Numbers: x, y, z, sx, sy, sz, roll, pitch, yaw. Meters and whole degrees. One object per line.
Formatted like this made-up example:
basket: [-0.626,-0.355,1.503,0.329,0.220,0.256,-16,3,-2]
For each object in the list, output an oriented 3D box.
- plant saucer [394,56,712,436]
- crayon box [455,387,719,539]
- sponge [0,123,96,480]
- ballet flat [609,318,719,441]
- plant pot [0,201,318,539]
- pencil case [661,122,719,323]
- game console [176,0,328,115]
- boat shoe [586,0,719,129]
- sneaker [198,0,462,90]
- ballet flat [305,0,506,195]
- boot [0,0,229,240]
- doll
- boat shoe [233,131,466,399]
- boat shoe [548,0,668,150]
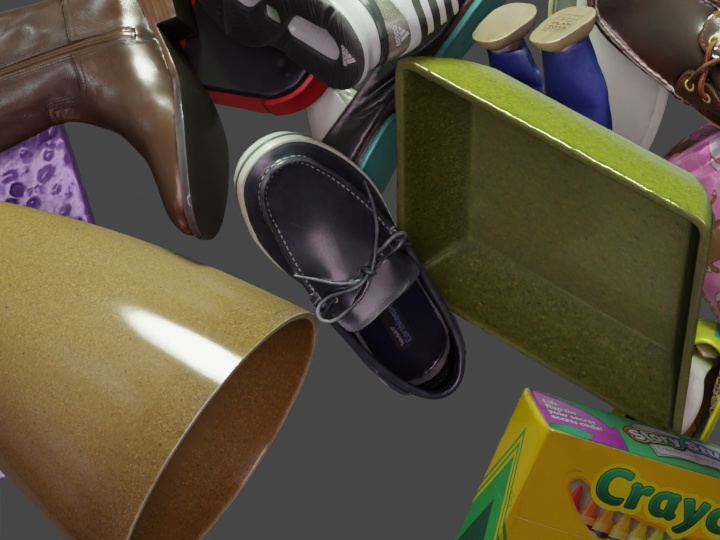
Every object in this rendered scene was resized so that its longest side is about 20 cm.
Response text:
plant saucer: [0.113,-0.023,1.390,0.200,0.200,0.048,30,59,22]
crayon box: [0.154,0.176,1.414,0.200,0.058,0.173,17,111,-18]
sponge: [-0.201,0.017,1.500,0.111,0.030,0.200,-19,89,3]
ballet flat: [0.159,0.116,1.462,0.067,0.067,0.200,31,93,0]
plant pot: [-0.157,0.050,1.407,0.200,0.186,0.187,33,93,12]
pencil case: [0.243,0.003,1.448,0.083,0.087,0.200,-33,90,27]
game console: [-0.084,-0.199,1.469,0.177,0.031,0.200,11,87,21]
boat shoe: [0.214,-0.111,1.384,0.200,0.070,0.070,28,118,4]
sneaker: [-0.017,-0.173,1.399,0.115,0.200,0.076,-27,133,-25]
ballet flat: [0.013,-0.109,1.468,0.068,0.068,0.200,36,98,17]
boot: [-0.183,-0.076,1.439,0.200,0.064,0.187,-18,65,14]
doll: [0.128,-0.054,1.430,0.136,0.048,0.200,7,129,38]
boat shoe: [0.000,0.000,1.426,0.075,0.062,0.200,-39,121,-5]
boat shoe: [0.144,-0.145,1.456,0.072,0.060,0.202,4,111,0]
